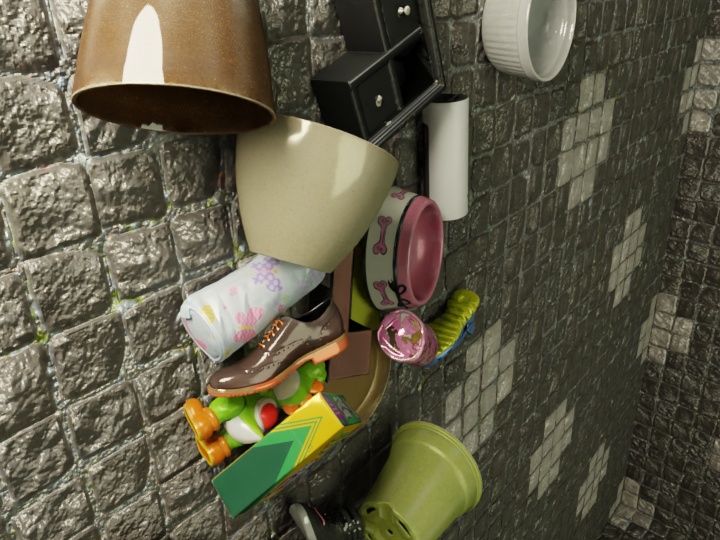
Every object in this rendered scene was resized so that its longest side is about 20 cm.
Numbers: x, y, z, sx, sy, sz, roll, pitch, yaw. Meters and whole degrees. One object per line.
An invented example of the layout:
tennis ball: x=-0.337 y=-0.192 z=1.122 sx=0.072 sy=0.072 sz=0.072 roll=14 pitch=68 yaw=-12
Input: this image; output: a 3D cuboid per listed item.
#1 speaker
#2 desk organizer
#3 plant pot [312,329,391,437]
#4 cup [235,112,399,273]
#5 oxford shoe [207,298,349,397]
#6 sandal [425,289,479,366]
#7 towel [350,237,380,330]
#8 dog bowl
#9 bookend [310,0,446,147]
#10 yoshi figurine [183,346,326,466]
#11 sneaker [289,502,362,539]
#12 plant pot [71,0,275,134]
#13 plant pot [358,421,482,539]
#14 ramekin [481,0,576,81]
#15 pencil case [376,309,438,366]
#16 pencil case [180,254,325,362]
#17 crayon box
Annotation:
speaker: x=0.146 y=-0.194 z=1.029 sx=0.080 sy=0.080 sz=0.205 roll=-29 pitch=125 yaw=-40
desk organizer: x=-0.028 y=0.053 z=0.891 sx=0.075 sy=0.071 sz=0.206 roll=-3 pitch=102 yaw=-33
plant pot: x=-0.019 y=0.183 z=1.020 sx=0.198 sy=0.027 sz=0.206 roll=-23 pitch=122 yaw=-43
cup: x=-0.066 y=-0.080 z=0.712 sx=0.198 sy=0.197 sz=0.147 roll=17 pitch=88 yaw=-51
oxford shoe: x=-0.109 y=0.097 z=0.768 sx=0.197 sy=0.071 sz=0.075 roll=-24 pitch=109 yaw=-30
sandal: x=0.177 y=0.129 z=1.201 sx=0.199 sy=0.078 sz=0.089 roll=-39 pitch=136 yaw=-33
towel: x=0.000 y=0.000 z=0.959 sx=0.085 sy=0.018 sz=0.206 roll=-10 pitch=105 yaw=-42
dog bowl: x=0.076 y=-0.032 z=0.973 sx=0.199 sy=0.072 sz=0.206 roll=-31 pitch=125 yaw=-59
bookend: x=0.013 y=-0.297 z=0.816 sx=0.199 sy=0.091 sz=0.203 roll=-44 pitch=133 yaw=-30
yoshi figurine: x=-0.143 y=0.167 z=0.831 sx=0.197 sy=0.112 sz=0.114 roll=-27 pitch=85 yaw=-25
sneaker: x=-0.053 y=0.422 z=1.021 sx=0.098 sy=0.071 sz=0.203 roll=-34 pitch=137 yaw=-16
plant pot: x=-0.171 y=-0.250 z=0.565 sx=0.184 sy=0.183 sz=0.207 roll=-1 pitch=91 yaw=-50
plant pot: x=0.095 y=0.415 z=1.093 sx=0.183 sy=0.196 sz=0.206 roll=-35 pitch=130 yaw=-46
ramekin: x=0.305 y=-0.455 z=1.102 sx=0.198 sy=0.103 sz=0.206 roll=-23 pitch=122 yaw=-44
pencil case: x=0.084 y=0.118 z=1.029 sx=0.200 sy=0.084 sz=0.085 roll=39 pitch=58 yaw=-74
pencil case: x=-0.133 y=0.026 z=0.772 sx=0.199 sy=0.082 sz=0.092 roll=-41 pitch=131 yaw=-33
crayon box: x=-0.088 y=0.242 z=0.817 sx=0.171 sy=0.059 sz=0.200 roll=-38 pitch=166 yaw=-2
